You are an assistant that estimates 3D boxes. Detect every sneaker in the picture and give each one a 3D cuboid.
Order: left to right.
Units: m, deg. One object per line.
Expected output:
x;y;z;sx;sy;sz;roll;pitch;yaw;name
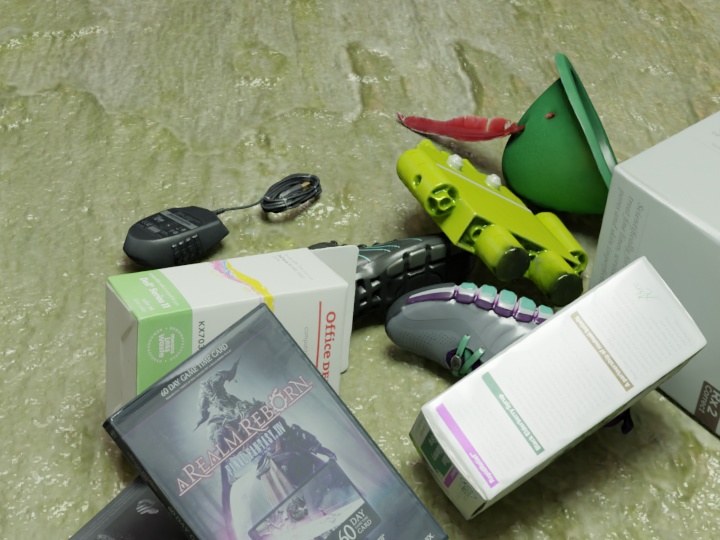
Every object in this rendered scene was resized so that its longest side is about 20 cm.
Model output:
0.000;0.000;1.131;0.198;0.076;0.079;-17;43;-22;sneaker
0.113;0.068;1.066;0.198;0.075;0.088;8;47;4;sneaker

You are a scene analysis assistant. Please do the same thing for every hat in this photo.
0.131;-0.082;1.241;0.175;0.167;0.200;-23;11;14;hat

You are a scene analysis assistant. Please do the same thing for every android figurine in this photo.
0.104;-0.046;1.159;0.181;0.041;0.200;23;21;-33;android figurine

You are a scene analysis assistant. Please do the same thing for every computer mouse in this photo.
-0.113;-0.041;1.208;0.199;0.034;0.058;-21;30;-31;computer mouse

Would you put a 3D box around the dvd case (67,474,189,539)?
-0.082;0.196;0.945;0.199;0.025;0.150;28;47;24;dvd case

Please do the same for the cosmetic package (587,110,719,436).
0.305;-0.011;1.095;0.199;0.166;0.165;-26;49;-30;cosmetic package

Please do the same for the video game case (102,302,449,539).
-0.050;0.136;0.905;0.143;0.019;0.201;-37;88;-36;video game case

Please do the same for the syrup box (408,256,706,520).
0.136;0.083;0.993;0.199;0.079;0.082;-32;76;-15;syrup box

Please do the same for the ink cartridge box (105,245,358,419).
-0.077;0.055;1.008;0.198;0.118;0.067;-10;28;-28;ink cartridge box
